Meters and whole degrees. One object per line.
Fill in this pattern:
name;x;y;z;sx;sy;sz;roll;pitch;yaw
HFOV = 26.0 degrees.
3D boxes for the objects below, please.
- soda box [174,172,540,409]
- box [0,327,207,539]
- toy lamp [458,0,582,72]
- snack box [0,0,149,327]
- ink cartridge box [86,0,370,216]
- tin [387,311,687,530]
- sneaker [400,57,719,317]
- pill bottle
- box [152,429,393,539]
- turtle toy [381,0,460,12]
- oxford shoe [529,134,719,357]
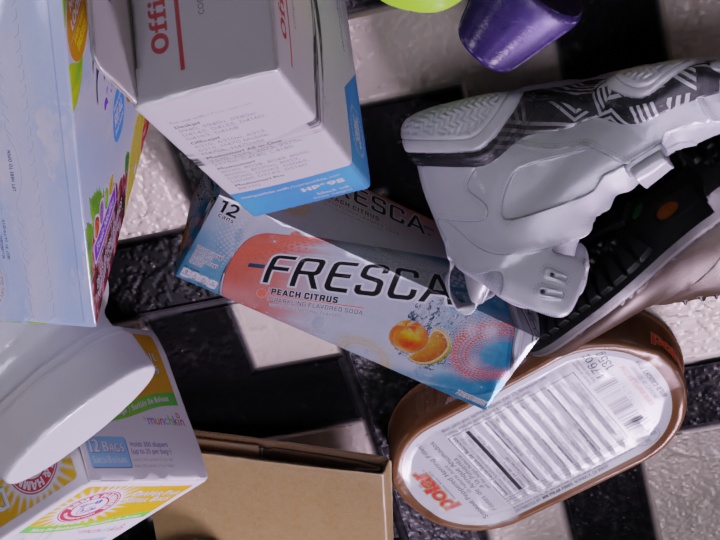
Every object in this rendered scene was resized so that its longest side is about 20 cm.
soda box;0.000;0.000;0.866;0.198;0.069;0.064;23;125;-14
box;-0.207;0.122;0.920;0.199;0.102;0.112;-33;158;23
toy lamp;0.116;-0.177;0.736;0.058;0.059;0.200;27;124;-18
snack box;-0.139;-0.103;0.711;0.067;0.201;0.170;2;127;0
ink cartridge box;-0.055;-0.112;0.695;0.066;0.117;0.200;-11;164;11
tin;0.106;0.093;0.956;0.199;0.042;0.112;-30;116;23
sneaker;0.124;-0.043;0.802;0.197;0.075;0.116;-9;96;15
pill bottle;-0.200;0.000;0.794;0.116;0.116;0.201;-43;81;29
box;-0.056;0.190;1.028;0.161;0.021;0.202;5;128;11
turtle toy;0.016;-0.202;0.688;0.145;0.101;0.202;-29;126;-13
oxford shoe;0.174;-0.004;0.858;0.199;0.073;0.084;-37;121;27
